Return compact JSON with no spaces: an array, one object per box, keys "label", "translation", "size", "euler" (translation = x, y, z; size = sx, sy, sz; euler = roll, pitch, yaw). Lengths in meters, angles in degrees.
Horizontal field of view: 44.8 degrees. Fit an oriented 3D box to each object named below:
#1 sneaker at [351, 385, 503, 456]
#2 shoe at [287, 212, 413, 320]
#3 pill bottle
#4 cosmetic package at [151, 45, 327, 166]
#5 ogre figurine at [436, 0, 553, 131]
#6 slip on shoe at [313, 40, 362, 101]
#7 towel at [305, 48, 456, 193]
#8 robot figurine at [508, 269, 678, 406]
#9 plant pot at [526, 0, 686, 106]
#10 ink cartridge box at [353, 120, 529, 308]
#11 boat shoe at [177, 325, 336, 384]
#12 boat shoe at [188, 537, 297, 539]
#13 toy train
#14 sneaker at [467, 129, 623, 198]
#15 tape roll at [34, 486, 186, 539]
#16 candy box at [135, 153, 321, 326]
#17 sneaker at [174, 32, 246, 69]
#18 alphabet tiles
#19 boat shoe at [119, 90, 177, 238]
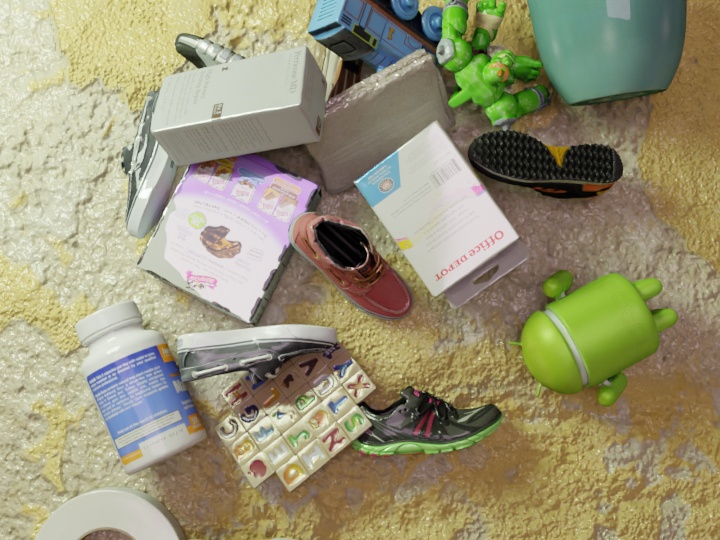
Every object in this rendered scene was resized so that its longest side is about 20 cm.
[{"label":"sneaker","translation":[0.084,0.188,1.113],"size":[0.199,0.077,0.084],"euler":[-5,87,-1]},{"label":"shoe","translation":[0.000,0.000,1.096],"size":[0.200,0.091,0.072],"euler":[39,80,-19]},{"label":"pill bottle","translation":[-0.283,0.145,1.104],"size":[0.112,0.112,0.201],"euler":[-25,84,-2]},{"label":"cosmetic package","translation":[-0.147,-0.201,1.074],"size":[0.199,0.074,0.102],"euler":[-9,55,18]},{"label":"ogre figurine","translation":[0.166,-0.262,1.128],"size":[0.098,0.200,0.120],"euler":[-2,43,36]},{"label":"slip on shoe","translation":[-0.041,-0.259,1.173],"size":[0.060,0.076,0.201],"euler":[10,88,33]},{"label":"towel","translation":[0.023,-0.192,1.133],"size":[0.199,0.133,0.035],"euler":[-28,46,-1]},{"label":"robot figurine","translation":[0.292,0.080,1.102],"size":[0.199,0.116,0.176],"euler":[-27,89,-2]},{"label":"plant pot","translation":[0.317,-0.298,1.112],"size":[0.200,0.201,0.162],"euler":[-7,95,0]},{"label":"ink cartridge box","translation":[0.109,-0.064,1.106],"size":[0.128,0.125,0.200],"euler":[-35,85,11]},{"label":"boat shoe","translation":[-0.127,0.108,1.097],"size":[0.199,0.072,0.068],"euler":[-4,79,-13]},{"label":"boat shoe","translation":[-0.135,0.370,1.088],"size":[0.199,0.060,0.072],"euler":[8,79,-11]},{"label":"toy train","translation":[0.029,-0.310,1.124],"size":[0.200,0.087,0.115],"euler":[27,76,-35]},{"label":"sneaker","translation":[0.233,-0.125,1.137],"size":[0.199,0.090,0.070],"euler":[6,66,-4]},{"label":"tape roll","translation":[-0.320,0.380,1.116],"size":[0.202,0.037,0.204],"euler":[0,83,1]},{"label":"candy box","translation":[-0.169,-0.053,1.145],"size":[0.167,0.072,0.201],"euler":[26,84,3]},{"label":"sneaker","translation":[-0.179,-0.232,1.167],"size":[0.199,0.075,0.116],"euler":[27,97,12]},{"label":"alphabet tiles","translation":[-0.085,0.178,1.123],"size":[0.200,0.006,0.167],"euler":[-39,65,-3]},{"label":"boat shoe","translation":[-0.284,-0.143,1.157],"size":[0.067,0.072,0.201],"euler":[15,84,4]}]
